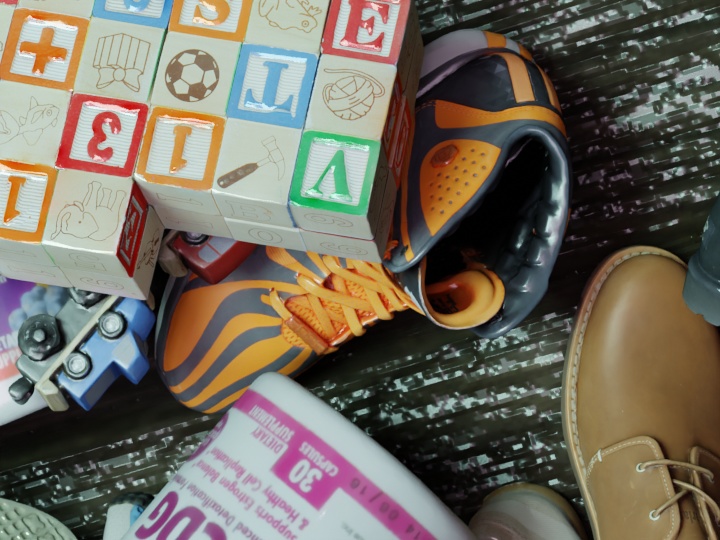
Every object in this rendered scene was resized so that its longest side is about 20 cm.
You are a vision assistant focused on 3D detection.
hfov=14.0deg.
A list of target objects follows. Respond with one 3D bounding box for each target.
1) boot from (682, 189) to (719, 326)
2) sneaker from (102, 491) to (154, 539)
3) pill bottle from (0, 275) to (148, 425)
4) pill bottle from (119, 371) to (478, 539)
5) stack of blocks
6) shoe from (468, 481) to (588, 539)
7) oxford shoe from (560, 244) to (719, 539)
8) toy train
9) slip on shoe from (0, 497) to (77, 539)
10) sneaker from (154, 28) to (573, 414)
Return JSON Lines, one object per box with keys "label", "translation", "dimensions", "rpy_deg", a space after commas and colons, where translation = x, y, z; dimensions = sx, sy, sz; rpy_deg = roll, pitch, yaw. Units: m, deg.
{"label": "boot", "translation": [0.213, -0.053, 1.058], "dimensions": [0.164, 0.066, 0.201], "rpy_deg": [16, 121, 8]}
{"label": "sneaker", "translation": [-0.104, 0.191, 1.206], "dimensions": [0.086, 0.075, 0.201], "rpy_deg": [0, 97, 20]}
{"label": "pill bottle", "translation": [-0.171, -0.036, 1.169], "dimensions": [0.111, 0.111, 0.201], "rpy_deg": [-22, 92, 16]}
{"label": "pill bottle", "translation": [-0.056, 0.148, 1.100], "dimensions": [0.113, 0.113, 0.200], "rpy_deg": [39, 82, 6]}
{"label": "stack of blocks", "translation": [-0.085, -0.053, 1.068], "dimensions": [0.199, 0.059, 0.116], "rpy_deg": [9, 75, 8]}
{"label": "shoe", "translation": [0.092, 0.182, 1.162], "dimensions": [0.070, 0.053, 0.201], "rpy_deg": [-27, 90, 16]}
{"label": "oxford shoe", "translation": [0.119, 0.086, 1.115], "dimensions": [0.071, 0.071, 0.201], "rpy_deg": [0, 79, -11]}
{"label": "toy train", "translation": [-0.058, -0.020, 1.113], "dimensions": [0.046, 0.034, 0.200], "rpy_deg": [40, 82, 11]}
{"label": "slip on shoe", "translation": [-0.209, 0.108, 1.166], "dimensions": [0.199, 0.074, 0.061], "rpy_deg": [20, 134, -20]}
{"label": "sneaker", "translation": [0.000, 0.000, 1.123], "dimensions": [0.077, 0.112, 0.200], "rpy_deg": [35, 109, -30]}
